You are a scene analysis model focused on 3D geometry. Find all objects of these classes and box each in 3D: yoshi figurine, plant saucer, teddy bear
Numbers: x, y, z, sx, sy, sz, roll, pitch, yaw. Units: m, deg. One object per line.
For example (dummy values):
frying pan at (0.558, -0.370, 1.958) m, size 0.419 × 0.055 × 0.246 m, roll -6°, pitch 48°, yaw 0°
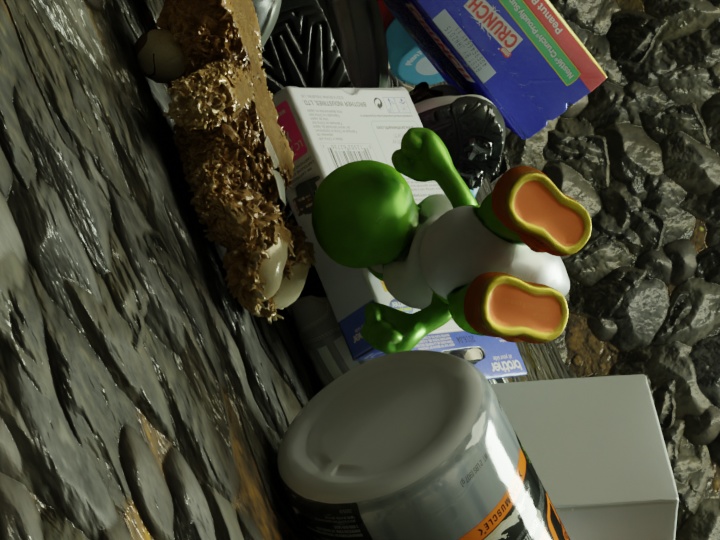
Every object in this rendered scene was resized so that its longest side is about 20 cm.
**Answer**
yoshi figurine at (0.034, -0.017, 1.343) m, size 0.200 × 0.112 × 0.112 m, roll 9°, pitch -56°, yaw 65°
plant saucer at (-0.021, -0.160, 1.737) m, size 0.200 × 0.050 × 0.201 m, roll 168°, pitch -90°, yaw -73°
teddy bear at (-0.077, -0.066, 1.367) m, size 0.145 × 0.067 × 0.200 m, roll -47°, pitch 121°, yaw -77°

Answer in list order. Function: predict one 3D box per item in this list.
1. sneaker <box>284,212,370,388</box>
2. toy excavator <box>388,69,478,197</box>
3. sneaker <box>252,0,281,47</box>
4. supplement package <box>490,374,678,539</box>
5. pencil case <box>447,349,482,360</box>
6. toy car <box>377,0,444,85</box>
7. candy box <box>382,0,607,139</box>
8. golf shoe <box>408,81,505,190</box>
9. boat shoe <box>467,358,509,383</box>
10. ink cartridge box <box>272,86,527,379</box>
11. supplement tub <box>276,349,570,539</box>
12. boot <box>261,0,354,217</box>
sneaker at (0.000, 0.000, 1.552) m, size 0.116 × 0.075 × 0.200 m, roll 59°, pitch 21°, yaw -13°
toy excavator at (0.047, -0.048, 2.050) m, size 0.194 × 0.200 × 0.100 m, roll 23°, pitch -4°, yaw 16°
sneaker at (-0.086, -0.195, 1.430) m, size 0.076 × 0.200 × 0.114 m, roll 28°, pitch 23°, yaw 19°
supplement package at (0.118, 0.176, 1.478) m, size 0.117 × 0.117 × 0.200 m, roll -96°, pitch -176°, yaw -53°
pencil case at (0.044, 0.077, 1.690) m, size 0.200 × 0.089 × 0.078 m, roll 69°, pitch -25°, yaw 15°
toy car at (-0.044, -0.226, 1.866) m, size 0.200 × 0.177 × 0.185 m, roll 20°, pitch 47°, yaw -40°
candy box at (0.064, -0.189, 1.684) m, size 0.169 × 0.077 × 0.200 m, roll 51°, pitch 1°, yaw -20°
golf shoe at (0.047, -0.095, 1.658) m, size 0.078 × 0.095 × 0.200 m, roll 26°, pitch -22°, yaw -13°
boat shoe at (0.061, 0.094, 1.565) m, size 0.076 × 0.060 × 0.200 m, roll 59°, pitch 28°, yaw -2°
ink cartridge box at (0.018, -0.016, 1.493) m, size 0.119 × 0.042 × 0.200 m, roll -4°, pitch 65°, yaw -51°
supplement tub at (0.047, 0.150, 1.308) m, size 0.123 × 0.122 × 0.200 m, roll -102°, pitch 166°, yaw -57°
boot at (-0.049, -0.119, 1.633) m, size 0.158 × 0.079 × 0.212 m, roll -128°, pitch -156°, yaw -65°
